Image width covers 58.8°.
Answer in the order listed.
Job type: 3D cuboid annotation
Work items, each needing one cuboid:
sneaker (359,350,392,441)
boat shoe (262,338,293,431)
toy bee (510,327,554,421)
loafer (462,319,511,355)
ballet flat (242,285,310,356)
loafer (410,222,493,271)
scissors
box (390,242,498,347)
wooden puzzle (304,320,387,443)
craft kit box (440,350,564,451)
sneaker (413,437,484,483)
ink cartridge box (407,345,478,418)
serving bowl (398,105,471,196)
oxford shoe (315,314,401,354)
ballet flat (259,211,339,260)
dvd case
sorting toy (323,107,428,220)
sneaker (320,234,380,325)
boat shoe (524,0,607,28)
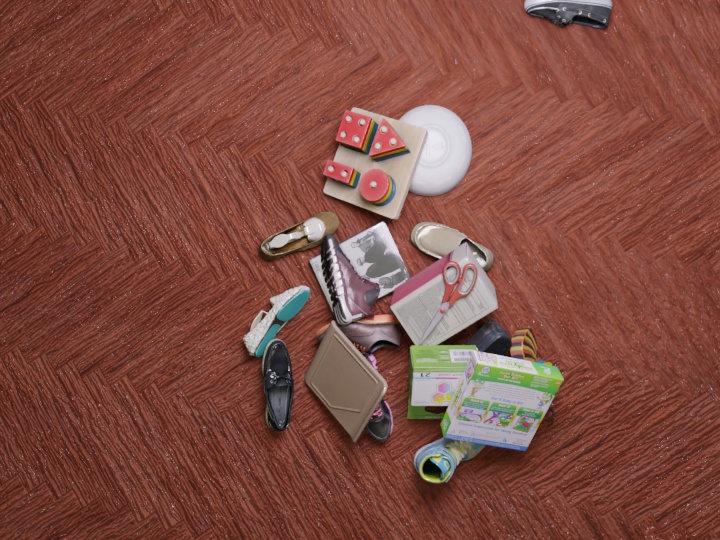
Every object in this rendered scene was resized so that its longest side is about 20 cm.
[{"bbox_3d":[0.020,0.283,1.412,0.077,0.095,0.206,-18,89,1],"label":"sneaker"},{"bbox_3d":[-0.181,0.259,1.426,0.072,0.066,0.207,4,92,-24],"label":"boat shoe"},{"bbox_3d":[0.362,0.232,1.375,0.131,0.107,0.204,-44,67,45],"label":"toy bee"},{"bbox_3d":[0.246,0.193,1.418,0.199,0.073,0.072,-42,125,14],"label":"loafer"},{"bbox_3d":[-0.197,0.101,1.444,0.071,0.072,0.201,40,91,3],"label":"ballet flat"},{"bbox_3d":[0.206,-0.055,1.418,0.194,0.068,0.078,19,90,4],"label":"loafer"},{"bbox_3d":[0.179,0.074,1.302,0.071,0.014,0.206,17,110,1],"label":"scissors"},{"bbox_3d":[0.178,0.058,1.363,0.197,0.109,0.129,-33,102,18],"label":"box"},{"bbox_3d":[-0.032,0.238,1.377,0.201,0.037,0.188,48,130,26],"label":"wooden puzzle"},{"bbox_3d":[0.286,0.270,1.306,0.193,0.049,0.202,12,121,-14],"label":"craft kit box"},{"bbox_3d":[0.206,0.395,1.381,0.197,0.131,0.081,-33,86,2],"label":"sneaker"},{"bbox_3d":[0.175,0.263,1.364,0.142,0.077,0.206,0,120,-1],"label":"ink cartridge box"},{"bbox_3d":[0.155,-0.272,1.426,0.193,0.066,0.208,0,89,3],"label":"serving bowl"},{"bbox_3d":[-0.005,0.148,1.417,0.193,0.072,0.075,-8,64,3],"label":"oxford shoe"},{"bbox_3d":[-0.140,-0.079,1.437,0.194,0.072,0.070,-19,87,3],"label":"ballet flat"},{"bbox_3d":[0.000,0.000,1.452,0.195,0.025,0.154,-27,88,3],"label":"dvd case"},{"bbox_3d":[0.021,-0.242,1.395,0.194,0.069,0.206,22,92,26],"label":"sorting toy"},{"bbox_3d":[-0.018,0.015,1.417,0.112,0.076,0.207,-7,76,-23],"label":"sneaker"},{"bbox_3d":[0.459,-0.570,1.412,0.192,0.069,0.059,2,90,1],"label":"boat shoe"}]
